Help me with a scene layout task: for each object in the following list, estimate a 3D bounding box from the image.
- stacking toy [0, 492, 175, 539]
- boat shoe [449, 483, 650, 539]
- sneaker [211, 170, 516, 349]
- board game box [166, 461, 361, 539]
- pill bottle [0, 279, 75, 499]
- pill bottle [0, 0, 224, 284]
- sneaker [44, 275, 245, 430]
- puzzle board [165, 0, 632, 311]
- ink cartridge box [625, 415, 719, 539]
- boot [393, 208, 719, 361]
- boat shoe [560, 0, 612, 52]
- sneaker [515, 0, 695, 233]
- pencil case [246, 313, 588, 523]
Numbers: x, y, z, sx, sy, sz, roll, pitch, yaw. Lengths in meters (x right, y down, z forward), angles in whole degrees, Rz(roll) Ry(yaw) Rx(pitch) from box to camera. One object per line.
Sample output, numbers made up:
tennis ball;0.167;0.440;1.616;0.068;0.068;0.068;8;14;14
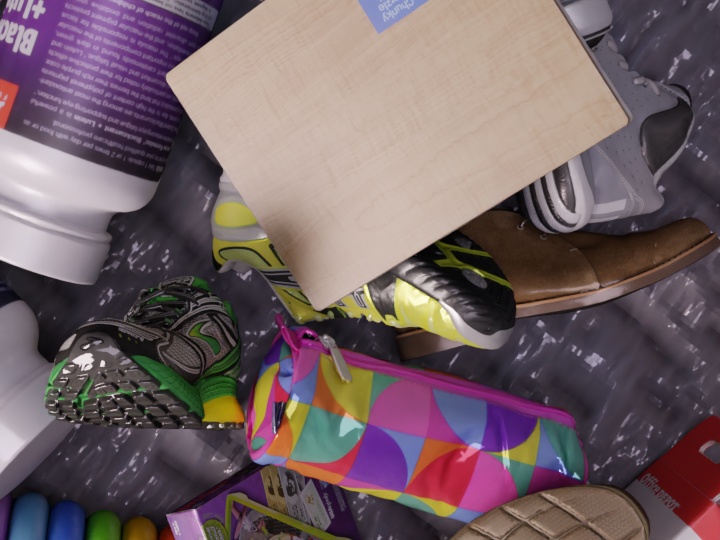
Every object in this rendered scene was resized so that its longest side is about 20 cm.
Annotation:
stacking toy;-0.147;0.169;0.856;0.199;0.085;0.086;5;94;-10
boat shoe;0.077;0.173;0.820;0.200;0.068;0.072;-37;80;25
sneaker;0.000;0.000;0.830;0.200;0.075;0.077;29;110;28
board game box;-0.031;0.207;0.845;0.032;0.120;0.201;-16;95;34
pill bottle;-0.250;0.034;0.804;0.200;0.116;0.116;42;91;3
pill bottle;-0.152;-0.100;0.813;0.111;0.111;0.201;20;93;-4
sneaker;-0.114;0.043;0.788;0.078;0.200;0.086;0;84;8
puzzle board;0.015;-0.089;0.743;0.200;0.017;0.151;-31;93;25
ink cartridge box;0.166;0.181;0.848;0.200;0.116;0.067;-43;96;1
boot;0.110;-0.009;0.859;0.199;0.074;0.076;-15;85;0
boat shoe;0.070;-0.090;0.798;0.071;0.200;0.064;-26;91;-36
sneaker;0.136;-0.122;0.858;0.115;0.075;0.201;-5;83;-26
pencil case;0.031;0.093;0.836;0.199;0.088;0.089;18;93;-17
